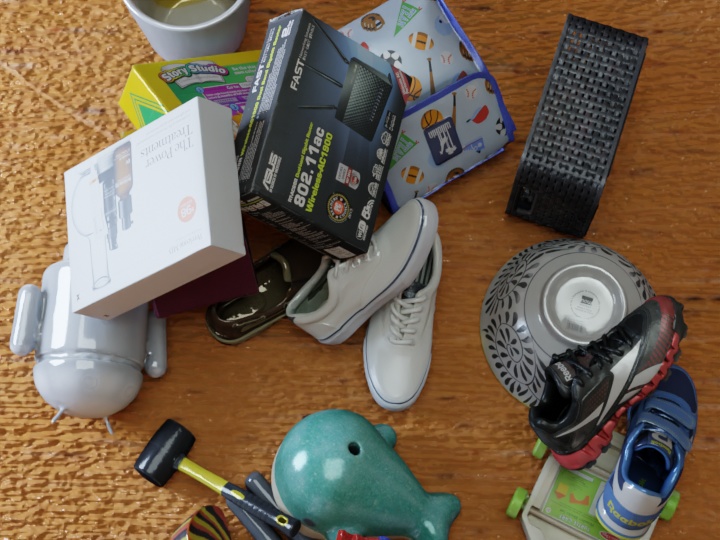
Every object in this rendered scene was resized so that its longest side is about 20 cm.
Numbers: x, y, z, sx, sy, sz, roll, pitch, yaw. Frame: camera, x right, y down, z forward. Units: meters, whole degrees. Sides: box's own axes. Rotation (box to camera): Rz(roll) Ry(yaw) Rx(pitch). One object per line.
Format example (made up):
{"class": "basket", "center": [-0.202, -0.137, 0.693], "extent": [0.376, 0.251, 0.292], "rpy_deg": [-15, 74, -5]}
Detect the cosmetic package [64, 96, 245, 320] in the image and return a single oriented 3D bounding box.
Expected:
{"class": "cosmetic package", "center": [-0.200, -0.056, 1.446], "extent": [0.199, 0.051, 0.152], "rpy_deg": [-24, 66, 36]}

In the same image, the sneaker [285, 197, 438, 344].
{"class": "sneaker", "center": [0.000, 0.000, 1.536], "extent": [0.200, 0.070, 0.073], "rpy_deg": [-49, 39, 25]}

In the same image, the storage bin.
{"class": "storage bin", "center": [0.230, -0.153, 1.618], "extent": [0.093, 0.135, 0.202], "rpy_deg": [19, 72, 6]}

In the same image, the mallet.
{"class": "mallet", "center": [-0.136, 0.207, 1.523], "extent": [0.198, 0.041, 0.066], "rpy_deg": [17, 66, 28]}

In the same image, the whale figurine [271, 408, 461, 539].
{"class": "whale figurine", "center": [0.012, 0.215, 1.515], "extent": [0.199, 0.104, 0.160], "rpy_deg": [26, 52, -3]}

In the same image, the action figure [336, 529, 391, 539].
{"class": "action figure", "center": [0.069, 0.315, 1.475], "extent": [0.198, 0.065, 0.100], "rpy_deg": [11, 85, -22]}

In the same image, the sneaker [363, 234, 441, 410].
{"class": "sneaker", "center": [0.043, 0.043, 1.583], "extent": [0.072, 0.071, 0.202], "rpy_deg": [6, 72, 1]}

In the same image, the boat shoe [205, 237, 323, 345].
{"class": "boat shoe", "center": [-0.074, 0.006, 1.600], "extent": [0.202, 0.075, 0.075], "rpy_deg": [-39, 77, -12]}

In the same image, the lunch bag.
{"class": "lunch bag", "center": [0.053, -0.185, 1.641], "extent": [0.169, 0.124, 0.201], "rpy_deg": [-30, 89, -9]}

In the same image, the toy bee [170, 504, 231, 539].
{"class": "toy bee", "center": [-0.140, 0.323, 1.471], "extent": [0.200, 0.108, 0.132], "rpy_deg": [42, 115, 33]}

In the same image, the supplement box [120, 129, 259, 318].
{"class": "supplement box", "center": [-0.179, -0.061, 1.576], "extent": [0.109, 0.086, 0.201], "rpy_deg": [-13, 48, -4]}

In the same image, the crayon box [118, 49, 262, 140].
{"class": "crayon box", "center": [-0.120, -0.147, 1.561], "extent": [0.199, 0.059, 0.173], "rpy_deg": [-13, 53, -40]}

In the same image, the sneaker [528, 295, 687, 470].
{"class": "sneaker", "center": [0.239, 0.100, 1.493], "extent": [0.098, 0.071, 0.201], "rpy_deg": [33, 99, -31]}

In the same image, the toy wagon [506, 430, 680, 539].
{"class": "toy wagon", "center": [0.226, 0.259, 1.543], "extent": [0.154, 0.040, 0.201], "rpy_deg": [25, 75, 8]}

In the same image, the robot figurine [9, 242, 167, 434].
{"class": "robot figurine", "center": [-0.275, 0.064, 1.559], "extent": [0.168, 0.113, 0.202], "rpy_deg": [12, 70, -25]}

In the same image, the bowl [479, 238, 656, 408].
{"class": "bowl", "center": [0.226, 0.047, 1.581], "extent": [0.198, 0.094, 0.203], "rpy_deg": [0, 72, 0]}

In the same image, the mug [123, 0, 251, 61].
{"class": "mug", "center": [-0.179, -0.312, 1.658], "extent": [0.148, 0.153, 0.188], "rpy_deg": [14, 72, 4]}

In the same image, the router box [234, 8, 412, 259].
{"class": "router box", "center": [-0.041, -0.132, 1.485], "extent": [0.149, 0.062, 0.202], "rpy_deg": [26, 69, -33]}

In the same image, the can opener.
{"class": "can opener", "center": [-0.058, 0.286, 1.516], "extent": [0.053, 0.067, 0.200], "rpy_deg": [-39, 77, -13]}

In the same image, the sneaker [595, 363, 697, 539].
{"class": "sneaker", "center": [0.298, 0.171, 1.517], "extent": [0.073, 0.083, 0.201], "rpy_deg": [21, 57, 6]}
